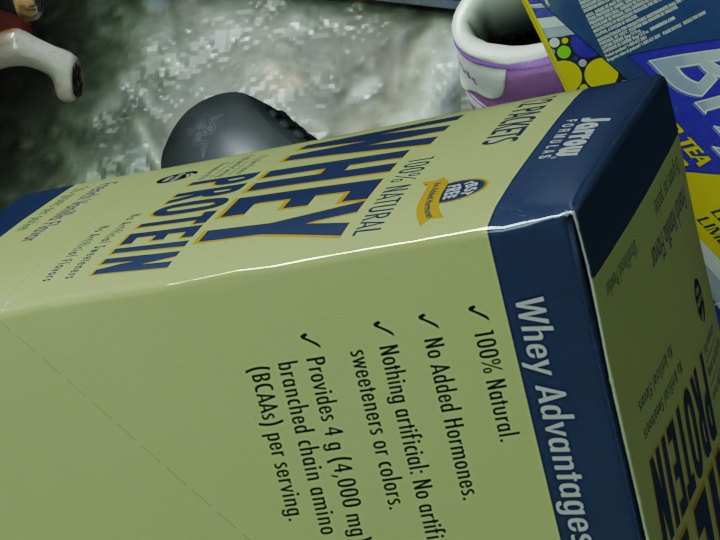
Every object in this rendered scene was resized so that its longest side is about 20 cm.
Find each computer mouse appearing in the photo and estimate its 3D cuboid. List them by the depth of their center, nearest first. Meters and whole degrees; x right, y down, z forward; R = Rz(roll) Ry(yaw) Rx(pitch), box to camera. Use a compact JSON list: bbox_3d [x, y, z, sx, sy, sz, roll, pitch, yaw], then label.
[{"bbox_3d":[0.000,0.000,0.926,0.200,0.034,0.059,38,82,29],"label":"computer mouse"}]

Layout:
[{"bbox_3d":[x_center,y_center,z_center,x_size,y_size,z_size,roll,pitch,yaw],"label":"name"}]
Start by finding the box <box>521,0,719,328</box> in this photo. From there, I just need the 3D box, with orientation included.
[{"bbox_3d":[0.105,-0.039,0.812,0.064,0.200,0.070,-25,24,7],"label":"box"}]

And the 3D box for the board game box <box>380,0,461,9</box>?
[{"bbox_3d":[0.046,-0.192,0.992,0.198,0.043,0.201,9,70,22],"label":"board game box"}]

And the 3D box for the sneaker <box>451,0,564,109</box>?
[{"bbox_3d":[0.127,-0.069,0.867,0.200,0.114,0.073,-5,63,16],"label":"sneaker"}]

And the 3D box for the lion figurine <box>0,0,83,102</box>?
[{"bbox_3d":[-0.161,-0.029,0.945,0.122,0.072,0.201,0,95,10],"label":"lion figurine"}]

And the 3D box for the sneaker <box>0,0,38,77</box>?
[{"bbox_3d":[-0.207,-0.048,1.000,0.200,0.071,0.098,-20,61,12],"label":"sneaker"}]

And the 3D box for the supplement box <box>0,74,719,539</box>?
[{"bbox_3d":[-0.002,0.073,0.725,0.199,0.134,0.201,-9,105,19],"label":"supplement box"}]
